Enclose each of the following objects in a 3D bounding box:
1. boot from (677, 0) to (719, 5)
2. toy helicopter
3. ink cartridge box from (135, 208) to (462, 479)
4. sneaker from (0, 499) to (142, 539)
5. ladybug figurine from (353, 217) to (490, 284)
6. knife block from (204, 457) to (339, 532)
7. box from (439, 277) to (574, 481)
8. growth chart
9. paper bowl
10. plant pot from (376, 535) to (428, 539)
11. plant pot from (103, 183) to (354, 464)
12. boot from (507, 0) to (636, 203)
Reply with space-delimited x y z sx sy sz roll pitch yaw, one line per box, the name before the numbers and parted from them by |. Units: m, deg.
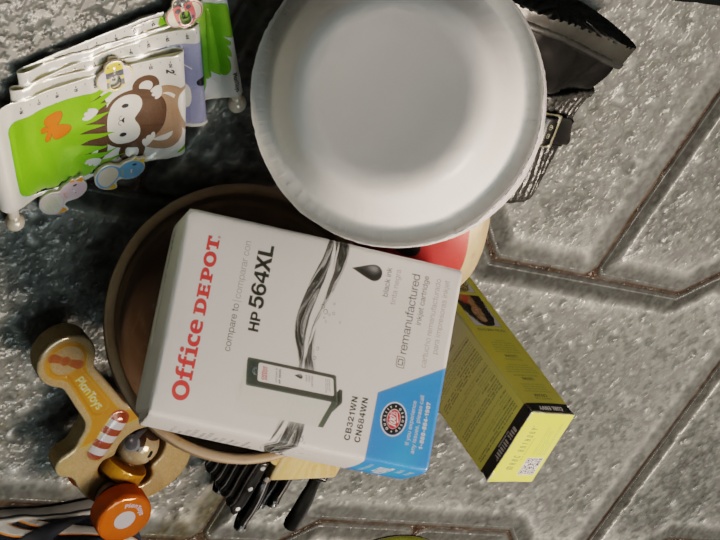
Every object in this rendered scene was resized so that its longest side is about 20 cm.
boot | 0.336 -0.201 1.504 0.197 0.163 0.074 -4 130 -34
toy helicopter | -0.184 0.104 1.490 0.132 0.079 0.201 -33 137 -5
ink cartridge box | -0.044 0.053 1.367 0.198 0.148 0.084 12 171 -10
sneaker | -0.262 0.236 1.559 0.198 0.080 0.079 -10 135 -27
ladybug figurine | 0.034 -0.062 1.433 0.072 0.136 0.201 -23 135 -32
knife block | -0.039 0.128 1.629 0.199 0.064 0.176 -32 141 -7
box | 0.085 0.072 1.558 0.050 0.200 0.076 6 125 -39
growth chart | -0.167 -0.110 1.336 0.199 0.018 0.145 -28 141 -10
paper bowl | 0.024 -0.116 1.315 0.200 0.201 0.104 -41 177 6
plant pot | 0.042 0.388 1.844 0.199 0.193 0.202 -21 139 -19
plant pot | -0.092 0.042 1.449 0.199 0.202 0.093 -25 180 -14
boot | 0.101 -0.136 1.460 0.210 0.080 0.158 19 116 -46
